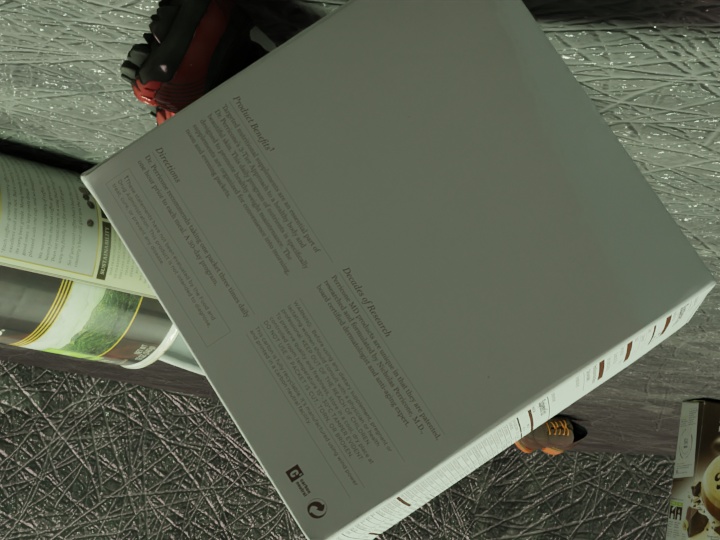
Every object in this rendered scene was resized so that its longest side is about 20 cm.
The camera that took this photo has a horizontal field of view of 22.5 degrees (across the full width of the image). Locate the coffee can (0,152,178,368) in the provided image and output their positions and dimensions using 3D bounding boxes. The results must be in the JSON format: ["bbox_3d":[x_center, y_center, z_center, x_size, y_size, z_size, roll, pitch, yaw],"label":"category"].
[{"bbox_3d":[-0.248,-0.010,1.412,0.200,0.147,0.146,14,169,-38],"label":"coffee can"}]

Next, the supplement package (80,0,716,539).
[{"bbox_3d":[0.020,-0.007,0.819,0.200,0.192,0.147,-33,169,0],"label":"supplement package"}]

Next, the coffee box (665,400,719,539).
[{"bbox_3d":[0.502,0.287,2.526,0.113,0.201,0.080,8,175,-13],"label":"coffee box"}]

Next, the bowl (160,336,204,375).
[{"bbox_3d":[-0.203,0.025,1.710,0.200,0.091,0.201,23,179,0],"label":"bowl"}]

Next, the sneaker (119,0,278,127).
[{"bbox_3d":[-0.062,-0.093,0.914,0.098,0.071,0.200,28,174,4],"label":"sneaker"}]

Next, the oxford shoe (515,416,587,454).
[{"bbox_3d":[0.311,0.262,3.019,0.073,0.072,0.200,-21,162,29],"label":"oxford shoe"}]
